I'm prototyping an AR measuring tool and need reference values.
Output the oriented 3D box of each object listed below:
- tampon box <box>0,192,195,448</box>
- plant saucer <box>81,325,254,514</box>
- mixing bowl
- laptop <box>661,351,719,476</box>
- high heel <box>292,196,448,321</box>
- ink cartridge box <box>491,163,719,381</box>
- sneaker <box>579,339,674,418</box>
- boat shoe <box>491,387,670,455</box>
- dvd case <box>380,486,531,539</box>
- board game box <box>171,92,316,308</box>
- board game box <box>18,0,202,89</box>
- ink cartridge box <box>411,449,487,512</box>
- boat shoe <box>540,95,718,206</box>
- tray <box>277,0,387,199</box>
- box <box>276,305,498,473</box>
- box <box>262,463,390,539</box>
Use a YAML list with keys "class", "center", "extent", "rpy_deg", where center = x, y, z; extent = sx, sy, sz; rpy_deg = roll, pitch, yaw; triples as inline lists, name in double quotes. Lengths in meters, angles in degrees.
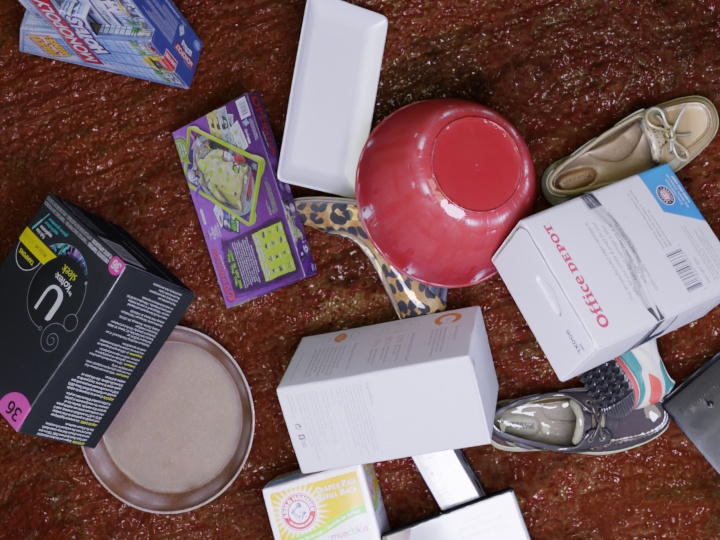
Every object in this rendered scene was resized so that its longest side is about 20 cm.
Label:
- class: "tampon box"
  center: [-0.302, 0.054, 1.272]
  extent: [0.149, 0.126, 0.201]
  rpy_deg: [37, 93, 32]
- class: "plant saucer"
  center: [-0.209, 0.161, 1.331]
  extent: [0.197, 0.034, 0.204]
  rpy_deg: [0, 88, 7]
- class: "mixing bowl"
  center: [0.102, -0.092, 1.231]
  extent: [0.197, 0.108, 0.204]
  rpy_deg: [3, 78, -14]
- class: "laptop"
  center: [0.446, 0.162, 1.246]
  extent: [0.187, 0.116, 0.200]
  rpy_deg: [-40, 126, 4]
- class: "high heel"
  center: [0.000, 0.000, 1.293]
  extent: [0.196, 0.071, 0.145]
  rpy_deg: [10, 91, 3]
- class: "ink cartridge box"
  center: [0.250, 0.000, 1.198]
  extent: [0.198, 0.084, 0.146]
  rpy_deg: [-20, 70, -27]
- class: "sneaker"
  center: [0.256, 0.055, 1.268]
  extent: [0.092, 0.071, 0.202]
  rpy_deg: [-6, 60, -34]
- class: "boat shoe"
  center: [0.226, 0.159, 1.265]
  extent: [0.196, 0.065, 0.075]
  rpy_deg: [-8, 85, 4]
- class: "dvd case"
  center: [0.117, 0.333, 1.204]
  extent: [0.141, 0.018, 0.203]
  rpy_deg: [-20, 88, 5]
- class: "board game box"
  center: [-0.126, -0.073, 1.303]
  extent: [0.119, 0.032, 0.203]
  rpy_deg: [-19, 87, 31]
- class: "board game box"
  center: [-0.297, -0.274, 1.287]
  extent: [0.197, 0.200, 0.063]
  rpy_deg: [9, 72, 20]
- class: "ink cartridge box"
  center: [0.121, 0.261, 1.262]
  extent: [0.044, 0.094, 0.202]
  rpy_deg: [-30, 85, 5]
- class: "boat shoe"
  center: [0.283, -0.121, 1.266]
  extent: [0.198, 0.063, 0.074]
  rpy_deg: [-29, 85, 5]
- class: "tray"
  center: [-0.032, -0.185, 1.300]
  extent: [0.106, 0.022, 0.204]
  rpy_deg: [11, 87, -33]
- class: "box"
  center: [0.032, 0.119, 1.235]
  extent: [0.197, 0.125, 0.099]
  rpy_deg: [-11, 109, 15]
- class: "box"
  center: [-0.020, 0.302, 1.272]
  extent: [0.111, 0.101, 0.203]
  rpy_deg: [-15, 87, 5]
